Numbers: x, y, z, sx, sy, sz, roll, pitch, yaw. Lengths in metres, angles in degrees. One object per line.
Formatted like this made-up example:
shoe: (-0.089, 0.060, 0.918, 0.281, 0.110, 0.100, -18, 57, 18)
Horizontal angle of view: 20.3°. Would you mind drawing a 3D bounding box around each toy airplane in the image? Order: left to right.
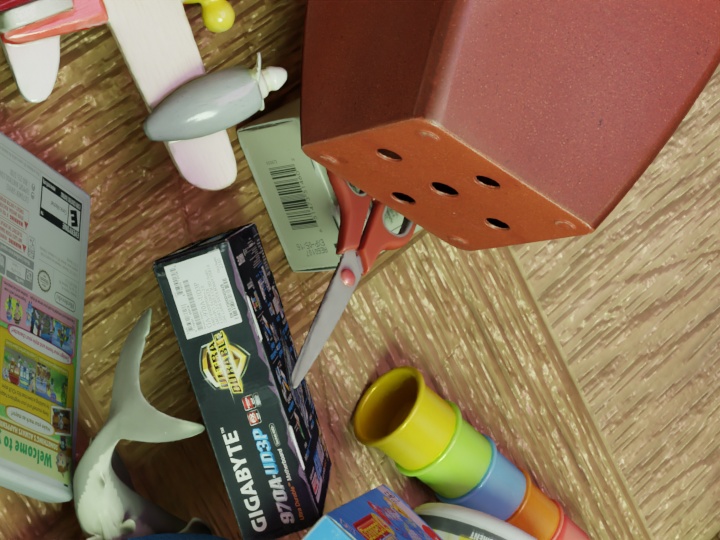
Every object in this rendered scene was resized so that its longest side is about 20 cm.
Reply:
toy airplane: (-0.119, -0.172, 1.145, 0.199, 0.141, 0.200, 29, 70, -33)

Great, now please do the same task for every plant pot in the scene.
plant pot: (0.076, -0.122, 1.171, 0.199, 0.200, 0.177, 31, 71, -27)

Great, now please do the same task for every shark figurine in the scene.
shark figurine: (-0.132, 0.122, 1.147, 0.215, 0.127, 0.090, 70, 4, -46)

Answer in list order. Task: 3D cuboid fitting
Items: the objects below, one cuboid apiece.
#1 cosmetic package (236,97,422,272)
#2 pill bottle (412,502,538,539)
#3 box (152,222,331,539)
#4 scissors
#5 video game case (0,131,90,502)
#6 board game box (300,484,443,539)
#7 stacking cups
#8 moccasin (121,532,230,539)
cosmetic package: (0.029, -0.086, 1.296, 0.199, 0.073, 0.104, -29, 104, -35)
pill bottle: (0.046, 0.257, 1.261, 0.112, 0.112, 0.201, 36, 66, -30)
box: (-0.062, 0.057, 1.141, 0.046, 0.200, 0.160, -18, 94, 2)
scissors: (0.000, 0.000, 1.171, 0.073, 0.014, 0.201, 33, 45, -28)
video game case: (-0.199, 0.016, 1.066, 0.200, 0.022, 0.183, 41, 47, -66)
board game box: (-0.047, 0.214, 1.099, 0.056, 0.196, 0.200, 42, 94, 7)
stacking cups: (0.084, 0.140, 1.329, 0.200, 0.060, 0.061, 39, 65, -29)
moccasin: (-0.150, 0.197, 1.103, 0.081, 0.199, 0.069, -87, 161, -63)
